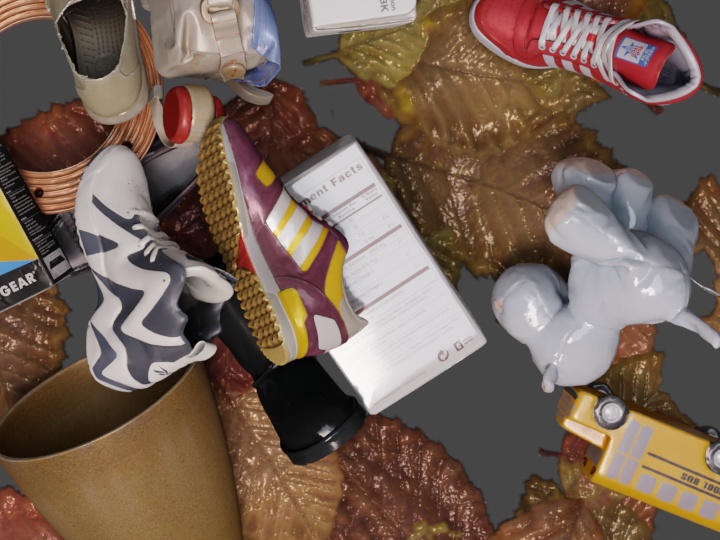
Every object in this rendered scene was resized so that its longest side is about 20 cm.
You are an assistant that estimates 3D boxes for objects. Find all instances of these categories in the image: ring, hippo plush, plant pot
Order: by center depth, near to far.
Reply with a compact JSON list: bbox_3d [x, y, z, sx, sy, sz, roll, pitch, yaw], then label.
[{"bbox_3d":[-0.177,0.183,1.521,0.186,0.186,0.200,-26,111,-1],"label":"plant pot"},{"bbox_3d":[-0.262,-0.145,1.527,0.200,0.019,0.201,0,83,2],"label":"ring"},{"bbox_3d":[0.206,0.017,1.555,0.200,0.159,0.161,43,123,7],"label":"hippo plush"}]

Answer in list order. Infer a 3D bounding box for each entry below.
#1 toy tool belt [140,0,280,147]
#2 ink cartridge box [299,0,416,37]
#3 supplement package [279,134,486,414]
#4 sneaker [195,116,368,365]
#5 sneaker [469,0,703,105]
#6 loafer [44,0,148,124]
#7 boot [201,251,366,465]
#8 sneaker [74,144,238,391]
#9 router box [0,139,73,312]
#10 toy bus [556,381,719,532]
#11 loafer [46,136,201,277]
[{"bbox_3d":[-0.104,-0.198,1.494,0.123,0.125,0.200,0,74,-26],"label":"toy tool belt"},{"bbox_3d":[-0.011,-0.262,1.458,0.084,0.200,0.144,-8,96,-3],"label":"ink cartridge box"},{"bbox_3d":[0.000,0.000,1.530,0.117,0.117,0.200,-33,97,2],"label":"supplement package"},{"bbox_3d":[-0.061,-0.030,1.437,0.090,0.075,0.200,-18,89,-25],"label":"sneaker"},{"bbox_3d":[0.192,-0.189,1.524,0.200,0.112,0.071,18,94,-6],"label":"sneaker"},{"bbox_3d":[-0.217,-0.220,1.487,0.076,0.068,0.200,-18,76,-5],"label":"loafer"},{"bbox_3d":[-0.076,0.064,1.497,0.073,0.198,0.163,-35,104,-3],"label":"boot"},{"bbox_3d":[-0.152,-0.011,1.438,0.130,0.079,0.199,-13,68,30],"label":"sneaker"},{"bbox_3d":[-0.358,-0.018,1.506,0.200,0.051,0.149,-26,97,19],"label":"router box"},{"bbox_3d":[0.263,0.164,1.593,0.200,0.065,0.078,22,96,-7],"label":"toy bus"},{"bbox_3d":[-0.190,-0.064,1.536,0.200,0.063,0.072,-36,98,0],"label":"loafer"}]
